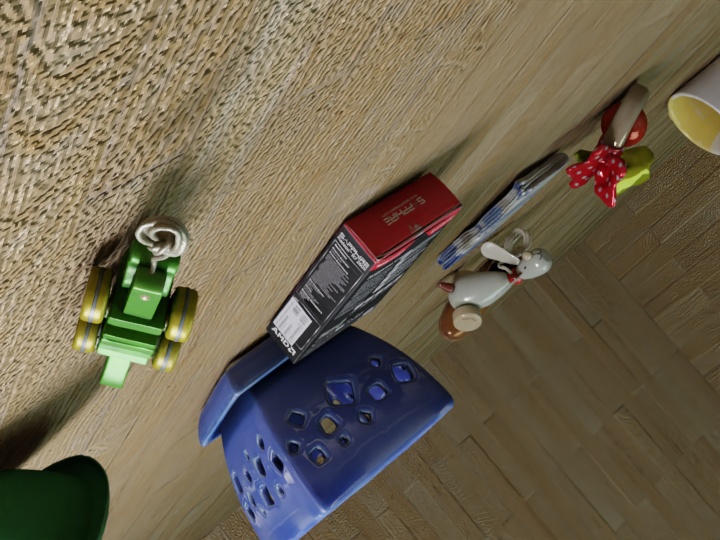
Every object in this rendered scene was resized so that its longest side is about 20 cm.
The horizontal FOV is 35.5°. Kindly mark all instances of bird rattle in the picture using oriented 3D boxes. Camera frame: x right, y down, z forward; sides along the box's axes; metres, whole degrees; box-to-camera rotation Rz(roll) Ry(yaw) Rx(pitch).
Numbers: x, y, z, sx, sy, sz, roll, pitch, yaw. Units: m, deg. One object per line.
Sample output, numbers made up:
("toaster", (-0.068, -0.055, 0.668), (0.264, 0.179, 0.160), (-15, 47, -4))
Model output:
("bird rattle", (0.344, -0.180, 1.543), (0.200, 0.112, 0.164), (-6, 121, -67))

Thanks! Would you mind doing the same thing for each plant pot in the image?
("plant pot", (-0.052, 0.158, 1.200), (0.200, 0.180, 0.200), (-35, 169, -31))

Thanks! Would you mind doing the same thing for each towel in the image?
("towel", (0.199, -0.084, 1.571), (0.147, 0.024, 0.200), (-34, 171, -48))

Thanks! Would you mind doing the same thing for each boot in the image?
("boot", (0.235, 0.045, 2.164), (0.200, 0.077, 0.155), (-41, 173, -16))

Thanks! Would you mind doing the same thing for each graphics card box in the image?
("graphics card box", (0.000, 0.000, 1.063), (0.125, 0.051, 0.200), (-34, 168, -38))

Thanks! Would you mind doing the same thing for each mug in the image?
("mug", (0.648, -0.322, 2.034), (0.153, 0.186, 0.150), (-47, 140, -11))

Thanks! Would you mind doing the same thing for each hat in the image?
("hat", (-0.284, 0.154, 0.744), (0.166, 0.176, 0.200), (-42, -151, 1))

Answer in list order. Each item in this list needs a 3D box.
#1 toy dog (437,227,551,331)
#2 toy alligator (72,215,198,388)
("toy dog", (0.206, 0.010, 1.847), (0.096, 0.132, 0.200), (29, 111, -39))
("toy alligator", (-0.117, 0.005, 0.611), (0.200, 0.059, 0.055), (124, -24, -56))
